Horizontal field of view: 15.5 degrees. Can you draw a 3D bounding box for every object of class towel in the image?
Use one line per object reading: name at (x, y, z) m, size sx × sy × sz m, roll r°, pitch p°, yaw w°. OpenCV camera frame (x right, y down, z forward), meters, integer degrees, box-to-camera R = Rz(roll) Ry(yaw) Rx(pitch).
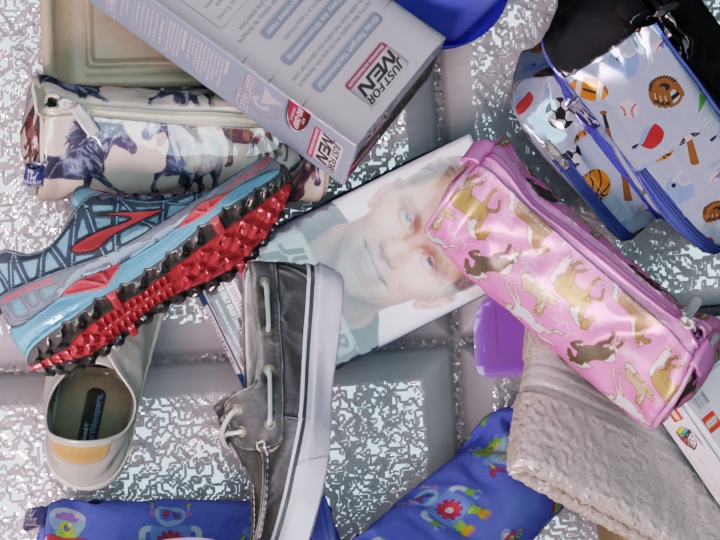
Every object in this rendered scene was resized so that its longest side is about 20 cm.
towel at (0.180, 0.112, 1.669) m, size 0.200 × 0.034 × 0.133 m, roll 29°, pitch 51°, yaw -23°

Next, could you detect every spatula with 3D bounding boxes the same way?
spatula at (0.173, 0.036, 1.729) m, size 0.199 × 0.021 × 0.057 m, roll -4°, pitch 94°, yaw -8°

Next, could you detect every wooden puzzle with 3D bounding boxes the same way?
wooden puzzle at (-0.109, -0.210, 1.705) m, size 0.199 × 0.037 × 0.186 m, roll -1°, pitch 87°, yaw -11°

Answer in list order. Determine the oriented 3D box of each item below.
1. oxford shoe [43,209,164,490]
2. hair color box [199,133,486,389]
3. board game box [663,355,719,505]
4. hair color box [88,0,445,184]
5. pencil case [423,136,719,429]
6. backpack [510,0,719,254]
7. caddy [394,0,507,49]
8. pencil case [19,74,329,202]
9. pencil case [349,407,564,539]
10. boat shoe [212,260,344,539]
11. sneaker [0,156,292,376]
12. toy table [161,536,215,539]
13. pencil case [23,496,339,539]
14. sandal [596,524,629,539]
oxford shoe at (-0.162, 0.037, 1.654) m, size 0.075 × 0.058 × 0.201 m, roll 4°, pitch 66°, yaw 0°
hair color box at (0.000, 0.000, 1.693) m, size 0.200 × 0.061 × 0.100 m, roll -27°, pitch 91°, yaw -7°
board game box at (0.294, 0.083, 1.698) m, size 0.200 × 0.035 × 0.126 m, roll -35°, pitch 92°, yaw -30°
hair color box at (-0.059, -0.155, 1.630) m, size 0.200 × 0.061 × 0.099 m, roll 36°, pitch 66°, yaw 7°
pencil case at (0.131, 0.006, 1.613) m, size 0.200 × 0.083 × 0.087 m, roll 40°, pitch 105°, yaw 12°
backpack at (0.191, -0.102, 1.659) m, size 0.190 × 0.200 × 0.154 m, roll 44°, pitch 115°, yaw -10°
caddy at (0.026, -0.234, 1.676) m, size 0.200 × 0.105 × 0.142 m, roll 44°, pitch 55°, yaw -11°
pencil case at (-0.114, -0.083, 1.668) m, size 0.199 × 0.089 × 0.078 m, roll 0°, pitch 75°, yaw -8°
pencil case at (0.055, 0.162, 1.638) m, size 0.087 × 0.078 × 0.200 m, roll 24°, pitch 41°, yaw 26°
boat shoe at (-0.056, 0.089, 1.609) m, size 0.071 × 0.072 × 0.201 m, roll 9°, pitch 68°, yaw -11°
sneaker at (-0.136, -0.026, 1.608) m, size 0.200 × 0.079 × 0.096 m, roll -31°, pitch 68°, yaw -14°
toy table at (-0.138, 0.234, 1.538) m, size 0.184 × 0.117 × 0.200 m, roll 36°, pitch 79°, yaw 3°
pencil case at (-0.109, 0.180, 1.658) m, size 0.199 × 0.078 × 0.087 m, roll -2°, pitch 56°, yaw -5°
sandal at (0.186, 0.160, 1.701) m, size 0.069 × 0.078 × 0.212 m, roll -17°, pitch 83°, yaw -12°
